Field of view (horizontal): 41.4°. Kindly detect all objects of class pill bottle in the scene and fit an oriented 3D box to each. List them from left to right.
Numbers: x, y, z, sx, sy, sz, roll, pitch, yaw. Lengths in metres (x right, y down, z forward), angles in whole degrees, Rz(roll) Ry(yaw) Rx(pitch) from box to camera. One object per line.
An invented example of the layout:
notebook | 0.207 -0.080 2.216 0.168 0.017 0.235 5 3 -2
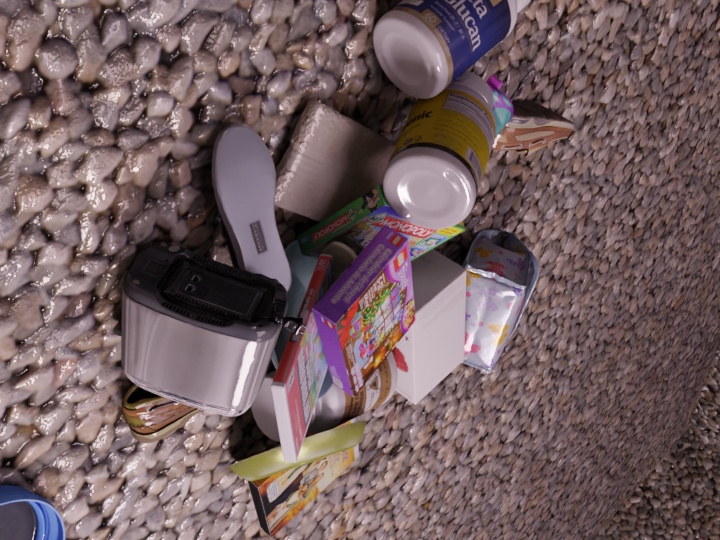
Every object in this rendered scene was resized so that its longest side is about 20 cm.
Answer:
pill bottle | -0.050 0.159 1.309 0.199 0.114 0.115 -18 131 -47
pill bottle | 0.103 -0.153 1.149 0.201 0.110 0.112 -66 162 -44
pill bottle | 0.118 -0.304 1.143 0.200 0.111 0.112 -42 146 -25

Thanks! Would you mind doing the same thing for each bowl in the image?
bowl | -0.410 0.317 1.011 0.200 0.039 0.202 -35 142 -33

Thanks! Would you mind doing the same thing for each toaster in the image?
toaster | -0.161 0.067 1.008 0.114 0.198 0.130 -72 180 -57

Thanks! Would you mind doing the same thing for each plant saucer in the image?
plant saucer | -0.079 0.063 1.200 0.201 0.038 0.203 -6 90 -66
plant saucer | -0.081 0.251 1.308 0.198 0.031 0.200 -19 170 -3

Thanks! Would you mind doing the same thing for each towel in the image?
towel | -0.033 -0.124 1.164 0.199 0.034 0.133 18 100 -58

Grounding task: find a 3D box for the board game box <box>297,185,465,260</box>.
board game box | 0.030 -0.048 1.225 0.134 0.029 0.199 -29 158 29

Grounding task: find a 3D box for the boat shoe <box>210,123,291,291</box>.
boat shoe | -0.126 -0.063 1.051 0.073 0.068 0.201 -26 114 -25

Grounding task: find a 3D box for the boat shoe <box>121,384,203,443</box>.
boat shoe | -0.189 0.121 1.119 0.200 0.072 0.068 -40 146 -28

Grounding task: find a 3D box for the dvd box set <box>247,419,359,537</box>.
dvd box set | -0.083 0.302 1.470 0.200 0.029 0.147 -38 144 -29

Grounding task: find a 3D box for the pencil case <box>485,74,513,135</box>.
pencil case | 0.119 -0.171 1.288 0.200 0.085 0.093 -48 161 -17

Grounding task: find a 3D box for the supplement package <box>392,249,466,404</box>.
supplement package | 0.074 0.073 1.403 0.120 0.121 0.201 -38 143 -28

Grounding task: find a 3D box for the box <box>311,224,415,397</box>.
box | 0.010 0.054 1.155 0.137 0.039 0.201 -50 156 -21

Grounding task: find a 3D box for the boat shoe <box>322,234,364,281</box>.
boat shoe | 0.000 0.000 1.214 0.068 0.071 0.200 -54 157 -14

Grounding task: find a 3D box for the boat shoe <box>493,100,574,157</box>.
boat shoe | 0.253 -0.215 1.459 0.199 0.076 0.072 -3 124 -43

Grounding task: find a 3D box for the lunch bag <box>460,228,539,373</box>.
lunch bag | 0.210 0.040 1.551 0.200 0.126 0.171 -60 168 -65

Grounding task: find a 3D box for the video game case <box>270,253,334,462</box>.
video game case | -0.061 0.101 1.113 0.144 0.017 0.201 86 16 -46
